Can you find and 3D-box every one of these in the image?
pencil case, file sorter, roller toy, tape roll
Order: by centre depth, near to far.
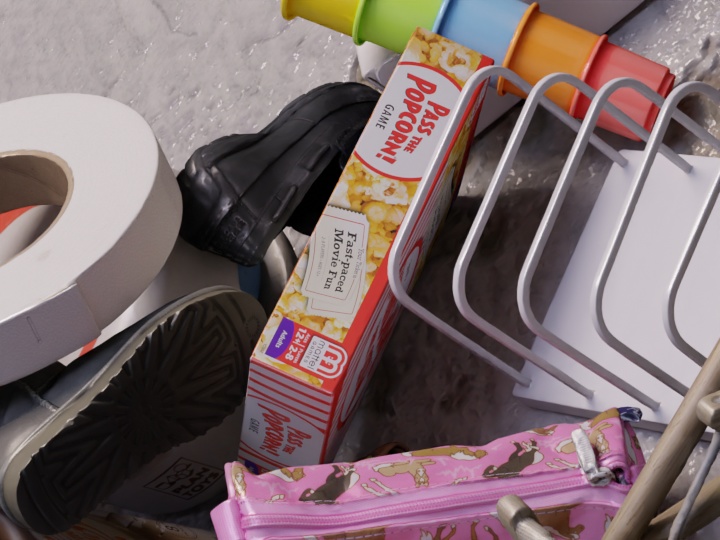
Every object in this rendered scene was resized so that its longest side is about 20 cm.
[{"bbox_3d":[0.035,0.113,1.350,0.199,0.087,0.083,-8,30,1],"label":"pencil case"},{"bbox_3d":[0.132,-0.012,1.383,0.200,0.124,0.139,8,70,51],"label":"file sorter"},{"bbox_3d":[-0.186,-0.014,1.497,0.202,0.037,0.203,-15,36,11],"label":"tape roll"},{"bbox_3d":[-0.125,0.037,1.626,0.182,0.139,0.201,15,85,49],"label":"roller toy"}]

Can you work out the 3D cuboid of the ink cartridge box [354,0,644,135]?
[{"bbox_3d":[0.064,-0.189,1.632,0.145,0.084,0.201,-38,39,23],"label":"ink cartridge box"}]

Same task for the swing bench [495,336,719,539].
[{"bbox_3d":[0.194,0.106,1.194,0.200,0.130,0.199,-46,35,0],"label":"swing bench"}]

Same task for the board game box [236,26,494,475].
[{"bbox_3d":[0.000,0.000,1.496,0.152,0.046,0.201,102,-167,-65],"label":"board game box"}]

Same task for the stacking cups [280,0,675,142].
[{"bbox_3d":[0.059,-0.116,1.508,0.199,0.061,0.061,24,79,11],"label":"stacking cups"}]

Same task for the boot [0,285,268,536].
[{"bbox_3d":[-0.167,0.046,1.501,0.182,0.073,0.200,-34,31,-27],"label":"boot"}]

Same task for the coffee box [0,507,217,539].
[{"bbox_3d":[-0.144,0.172,1.480,0.114,0.199,0.080,38,109,54],"label":"coffee box"}]

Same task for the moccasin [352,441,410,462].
[{"bbox_3d":[0.025,0.160,1.423,0.078,0.073,0.202,-48,26,24],"label":"moccasin"}]

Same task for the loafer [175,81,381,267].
[{"bbox_3d":[-0.031,-0.048,1.591,0.068,0.070,0.200,-55,-12,31],"label":"loafer"}]
